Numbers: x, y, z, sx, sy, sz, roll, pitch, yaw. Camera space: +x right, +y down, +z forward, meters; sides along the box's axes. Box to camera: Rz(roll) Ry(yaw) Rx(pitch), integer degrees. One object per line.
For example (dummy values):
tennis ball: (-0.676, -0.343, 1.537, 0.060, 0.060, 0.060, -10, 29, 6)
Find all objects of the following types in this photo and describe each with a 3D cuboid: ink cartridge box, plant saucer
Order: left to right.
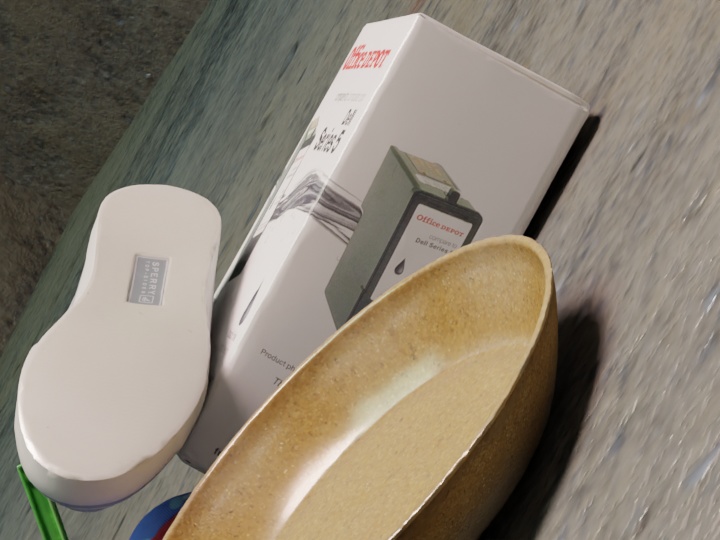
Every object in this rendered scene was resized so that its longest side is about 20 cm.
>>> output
ink cartridge box: (0.000, 0.000, 1.229, 0.200, 0.084, 0.145, -61, 9, -2)
plant saucer: (0.002, 0.073, 1.024, 0.200, 0.035, 0.200, -41, 17, 15)

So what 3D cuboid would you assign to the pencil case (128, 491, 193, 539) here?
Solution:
pencil case: (-0.062, 0.160, 1.085, 0.200, 0.078, 0.087, -80, -5, -64)

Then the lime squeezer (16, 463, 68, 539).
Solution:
lime squeezer: (-0.108, 0.164, 1.143, 0.038, 0.071, 0.200, -38, 36, 23)

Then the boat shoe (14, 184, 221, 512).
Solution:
boat shoe: (-0.096, 0.042, 1.185, 0.200, 0.072, 0.069, -90, 7, -57)
